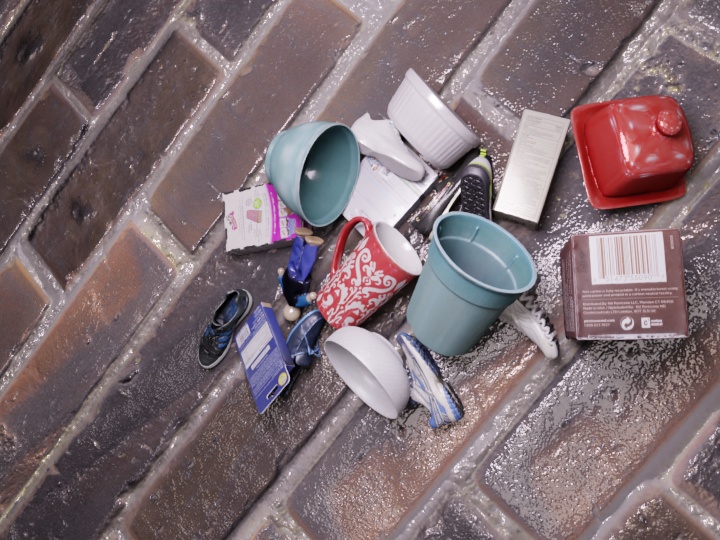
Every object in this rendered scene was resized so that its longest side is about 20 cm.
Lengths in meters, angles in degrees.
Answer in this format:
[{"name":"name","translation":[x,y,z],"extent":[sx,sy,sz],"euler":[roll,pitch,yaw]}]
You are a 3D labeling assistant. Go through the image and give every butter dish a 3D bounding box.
[{"name":"butter dish","translation":[0.497,-0.228,0.914],"extent":[0.193,0.148,0.206],"euler":[-8,81,-6]}]

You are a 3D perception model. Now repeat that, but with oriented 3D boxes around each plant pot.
[{"name":"plant pot","translation":[-0.109,-0.209,1.062],"extent":[0.132,0.199,0.205],"euler":[23,90,28]},{"name":"plant pot","translation":[0.183,0.036,0.954],"extent":[0.199,0.199,0.199],"euler":[39,129,18]}]

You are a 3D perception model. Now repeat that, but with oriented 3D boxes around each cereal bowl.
[{"name":"cereal bowl","translation":[0.024,0.185,1.020],"extent":[0.199,0.202,0.083],"euler":[41,65,18]}]

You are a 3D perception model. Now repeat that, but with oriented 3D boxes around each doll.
[{"name":"doll","translation":[-0.131,0.020,1.116],"extent":[0.136,0.048,0.205],"euler":[37,119,38]}]

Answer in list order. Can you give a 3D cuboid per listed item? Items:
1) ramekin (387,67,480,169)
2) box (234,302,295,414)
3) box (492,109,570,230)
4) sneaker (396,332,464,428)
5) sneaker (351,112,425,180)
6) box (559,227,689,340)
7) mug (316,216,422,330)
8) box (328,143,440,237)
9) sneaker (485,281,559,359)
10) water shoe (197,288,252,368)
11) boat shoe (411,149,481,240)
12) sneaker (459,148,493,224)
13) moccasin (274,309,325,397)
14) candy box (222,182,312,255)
[{"name":"ramekin","translation":[0.138,-0.290,1.033],"extent":[0.094,0.201,0.204],"euler":[-44,73,20]},{"name":"box","translation":[-0.202,0.185,1.112],"extent":[0.122,0.032,0.202],"euler":[-48,50,25]},{"name":"box","translation":[0.329,-0.193,1.016],"extent":[0.093,0.078,0.205],"euler":[19,89,18]},{"name":"sneaker","translation":[0.118,0.220,1.035],"extent":[0.084,0.077,0.203],"euler":[-36,74,14]},{"name":"sneaker","translation":[0.063,-0.263,1.075],"extent":[0.198,0.075,0.089],"euler":[35,82,21]},{"name":"box","translation":[0.435,0.032,0.891],"extent":[0.161,0.200,0.170],"euler":[-3,82,17]},{"name":"mug","translation":[0.009,0.007,1.064],"extent":[0.200,0.132,0.180],"euler":[-46,34,24]},{"name":"box","translation":[0.050,-0.173,1.121],"extent":[0.156,0.041,0.201],"euler":[44,96,18]},{"name":"sneaker","translation":[0.306,0.084,0.999],"extent":[0.080,0.075,0.203],"euler":[-36,68,19]},{"name":"water shoe","translation":[-0.321,0.127,1.180],"extent":[0.070,0.079,0.203],"euler":[31,93,18]},{"name":"boat shoe","translation":[0.177,-0.161,1.062],"extent":[0.062,0.074,0.204],"euler":[35,99,10]},{"name":"sneaker","translation":[0.229,-0.136,1.005],"extent":[0.070,0.203,0.084],"euler":[18,52,19]},{"name":"moccasin","translation":[-0.125,0.180,1.119],"extent":[0.068,0.080,0.203],"euler":[41,109,32]},{"name":"candy box","translation":[-0.210,-0.121,1.185],"extent":[0.194,0.061,0.141],"euler":[-8,81,15]}]
